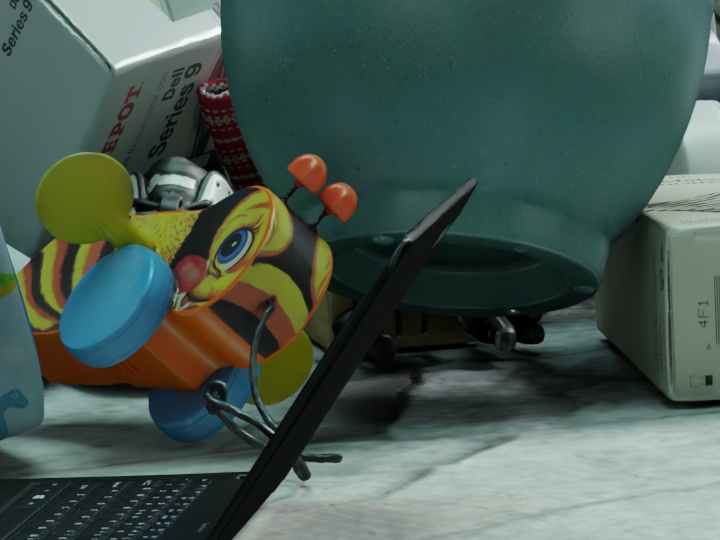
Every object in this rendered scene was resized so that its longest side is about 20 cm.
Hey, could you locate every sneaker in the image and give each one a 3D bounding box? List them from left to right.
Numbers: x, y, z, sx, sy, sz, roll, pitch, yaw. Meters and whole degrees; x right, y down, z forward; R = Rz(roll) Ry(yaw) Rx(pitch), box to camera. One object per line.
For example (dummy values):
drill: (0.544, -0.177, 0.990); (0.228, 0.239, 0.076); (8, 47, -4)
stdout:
sneaker: (-0.089, -0.004, 1.297); (0.075, 0.088, 0.200); (-1, 8, 2)

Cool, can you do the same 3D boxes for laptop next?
laptop: (-0.070, 0.035, 0.886); (0.198, 0.104, 0.177); (-2, 6, 9)

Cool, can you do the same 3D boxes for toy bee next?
toy bee: (-0.049, 0.009, 1.083); (0.199, 0.109, 0.131); (25, -17, 35)

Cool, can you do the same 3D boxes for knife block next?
knife block: (0.000, 0.000, 1.315); (0.199, 0.064, 0.175); (1, 7, 34)

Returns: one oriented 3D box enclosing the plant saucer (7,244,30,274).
plant saucer: (-0.222, 0.019, 1.271); (0.199, 0.036, 0.200); (-11, 7, 1)

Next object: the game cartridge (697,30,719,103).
game cartridge: (0.091, -0.053, 1.431); (0.132, 0.041, 0.200); (-2, -27, -24)

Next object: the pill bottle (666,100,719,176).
pill bottle: (0.231, -0.043, 1.366); (0.199, 0.112, 0.111); (-5, 7, -14)

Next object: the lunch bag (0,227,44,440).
lunch bag: (-0.185, -0.030, 1.067); (0.082, 0.201, 0.161); (-22, 18, -24)

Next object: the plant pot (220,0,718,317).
plant pot: (0.038, -0.060, 1.148); (0.199, 0.135, 0.200); (4, -16, 1)

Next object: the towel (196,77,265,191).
towel: (0.006, -0.064, 1.429); (0.144, 0.023, 0.200); (-15, -22, 2)

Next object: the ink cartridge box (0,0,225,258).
ink cartridge box: (-0.098, -0.089, 1.409); (0.084, 0.146, 0.199); (45, 41, 20)

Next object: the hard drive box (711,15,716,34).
hard drive box: (0.064, -0.115, 1.557); (0.199, 0.077, 0.156); (-8, 4, -23)

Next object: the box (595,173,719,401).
box: (0.146, 0.003, 1.201); (0.082, 0.069, 0.200); (-3, 7, -4)
